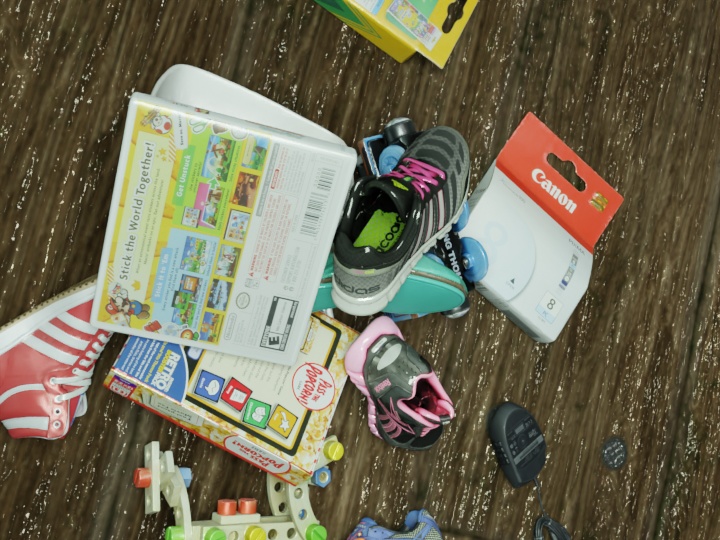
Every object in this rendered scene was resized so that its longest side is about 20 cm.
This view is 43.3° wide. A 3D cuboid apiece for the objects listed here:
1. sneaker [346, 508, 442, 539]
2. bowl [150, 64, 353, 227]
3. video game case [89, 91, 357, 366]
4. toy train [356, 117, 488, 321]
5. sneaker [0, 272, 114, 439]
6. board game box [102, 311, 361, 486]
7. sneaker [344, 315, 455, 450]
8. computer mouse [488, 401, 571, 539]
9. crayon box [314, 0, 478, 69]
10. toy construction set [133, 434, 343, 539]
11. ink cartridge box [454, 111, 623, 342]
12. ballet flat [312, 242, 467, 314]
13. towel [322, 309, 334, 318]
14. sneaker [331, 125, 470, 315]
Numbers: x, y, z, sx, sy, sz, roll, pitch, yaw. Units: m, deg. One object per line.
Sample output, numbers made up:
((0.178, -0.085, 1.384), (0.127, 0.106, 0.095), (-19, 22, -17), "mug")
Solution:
((-0.002, 0.290, 0.901), (0.197, 0.075, 0.080), (-8, 81, -27), "sneaker")
((-0.108, -0.097, 0.831), (0.197, 0.201, 0.075), (25, 115, -15), "bowl")
((-0.114, -0.026, 0.738), (0.178, 0.023, 0.203), (12, 116, -13), "video game case")
((0.051, -0.047, 0.906), (0.086, 0.113, 0.204), (-20, 93, -37), "toy train")
((-0.247, 0.074, 0.806), (0.198, 0.071, 0.114), (-28, 96, 5), "sneaker")
((-0.110, 0.081, 0.829), (0.198, 0.046, 0.153), (31, 56, -11), "board game box")
((0.053, 0.130, 0.869), (0.079, 0.095, 0.201), (-49, 144, -15), "sneaker")
((0.185, 0.236, 0.986), (0.058, 0.034, 0.203), (-27, 101, -35), "computer mouse")
((0.025, -0.311, 0.945), (0.198, 0.051, 0.127), (32, 78, -14), "crayon box")
((-0.113, 0.219, 0.848), (0.196, 0.092, 0.134), (6, 85, -18), "toy construction set")
((0.197, -0.050, 0.992), (0.159, 0.047, 0.201), (38, 78, -13), "ink cartridge box")
((0.000, 0.000, 0.832), (0.196, 0.068, 0.071), (-2, 55, -3), "ballet flat")
((-0.121, 0.038, 0.892), (0.196, 0.024, 0.150), (-10, 89, -19), "towel")
((0.037, -0.059, 0.773), (0.073, 0.088, 0.201), (27, 65, 19), "sneaker")
